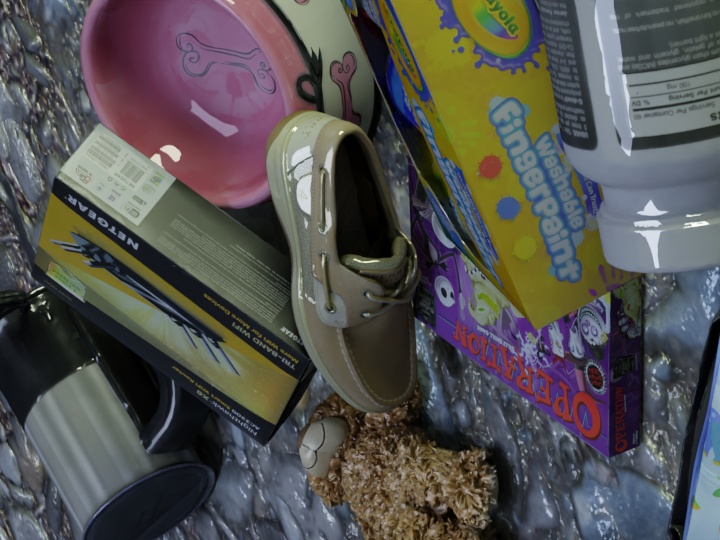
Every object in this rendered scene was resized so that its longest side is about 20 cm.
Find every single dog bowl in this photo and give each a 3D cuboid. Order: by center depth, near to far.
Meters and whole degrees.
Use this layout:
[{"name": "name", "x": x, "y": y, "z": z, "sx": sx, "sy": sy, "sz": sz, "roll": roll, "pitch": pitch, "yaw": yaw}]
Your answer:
[{"name": "dog bowl", "x": -0.090, "y": -0.126, "z": 1.671, "sx": 0.199, "sy": 0.074, "sz": 0.201, "roll": 20, "pitch": 129, "yaw": 26}]

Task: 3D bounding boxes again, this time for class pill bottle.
[{"name": "pill bottle", "x": 0.146, "y": -0.108, "z": 1.285, "sx": 0.116, "sy": 0.115, "sz": 0.201, "roll": 16, "pitch": 121, "yaw": 58}]

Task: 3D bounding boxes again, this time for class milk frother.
[{"name": "milk frother", "x": -0.231, "y": 0.104, "z": 2.022, "sx": 0.189, "sy": 0.199, "sz": 0.181, "roll": 56, "pitch": 145, "yaw": 25}]

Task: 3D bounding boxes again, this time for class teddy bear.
[{"name": "teddy bear", "x": 0.022, "y": 0.135, "z": 1.720, "sx": 0.200, "sy": 0.066, "sz": 0.146, "roll": 47, "pitch": 142, "yaw": 37}]

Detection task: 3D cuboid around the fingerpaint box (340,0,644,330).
[{"name": "fingerpaint box", "x": 0.059, "y": -0.091, "z": 1.403, "sx": 0.201, "sy": 0.073, "sz": 0.167, "roll": 65, "pitch": 174, "yaw": -23}]

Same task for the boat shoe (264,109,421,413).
[{"name": "boat shoe", "x": 0.000, "y": 0.000, "z": 1.614, "sx": 0.065, "sy": 0.072, "sz": 0.201, "roll": 13, "pitch": 124, "yaw": 50}]

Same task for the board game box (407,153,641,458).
[{"name": "board game box", "x": 0.093, "y": 0.013, "z": 1.556, "sx": 0.200, "sy": 0.032, "sz": 0.121, "roll": 35, "pitch": 140, "yaw": 48}]

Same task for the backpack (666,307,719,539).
[{"name": "backpack", "x": 0.233, "y": 0.072, "z": 1.183, "sx": 0.146, "sy": 0.183, "sz": 0.201, "roll": 19, "pitch": 123, "yaw": 29}]

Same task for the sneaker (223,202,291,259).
[{"name": "sneaker", "x": -0.074, "y": -0.010, "z": 1.788, "sx": 0.200, "sy": 0.080, "sz": 0.077, "roll": -4, "pitch": 102, "yaw": 61}]

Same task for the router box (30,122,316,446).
[{"name": "router box", "x": -0.114, "y": 0.012, "z": 1.726, "sx": 0.200, "sy": 0.052, "sz": 0.157, "roll": 35, "pitch": 153, "yaw": 5}]
